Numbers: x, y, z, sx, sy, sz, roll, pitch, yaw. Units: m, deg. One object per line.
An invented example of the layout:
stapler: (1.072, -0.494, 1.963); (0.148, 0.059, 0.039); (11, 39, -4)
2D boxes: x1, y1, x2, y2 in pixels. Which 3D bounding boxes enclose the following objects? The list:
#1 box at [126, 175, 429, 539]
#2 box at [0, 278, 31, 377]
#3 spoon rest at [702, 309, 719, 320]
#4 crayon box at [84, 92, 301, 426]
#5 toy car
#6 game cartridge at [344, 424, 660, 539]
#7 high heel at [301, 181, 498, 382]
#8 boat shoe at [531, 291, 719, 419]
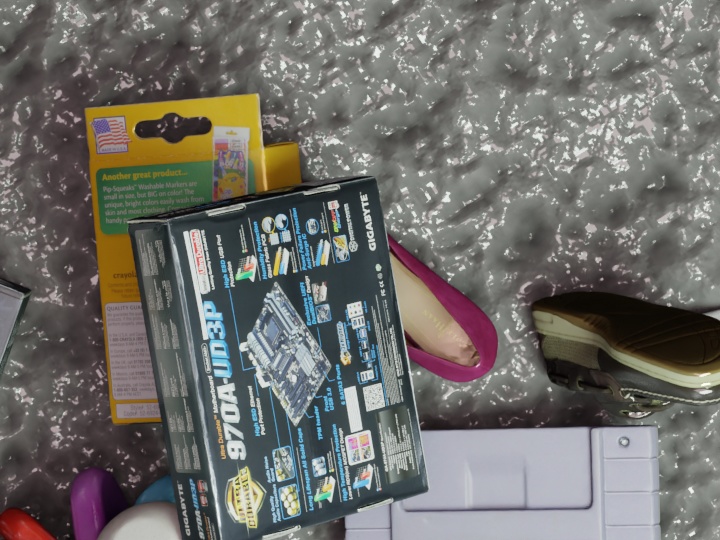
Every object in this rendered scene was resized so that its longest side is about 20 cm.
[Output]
box: (-0.046, 0.053, 1.656); (0.159, 0.046, 0.200); (-14, 96, -37)
box: (-0.316, 0.079, 1.762); (0.160, 0.044, 0.200); (21, 93, -1)
spoon rest: (0.285, 0.034, 1.765); (0.200, 0.061, 0.099); (-6, 95, -13)
crayon box: (-0.098, -0.007, 1.732); (0.126, 0.052, 0.200); (-3, 95, 25)
toy car: (-0.160, 0.196, 1.730); (0.200, 0.175, 0.150); (-24, 57, 1)
game cartridge: (0.088, 0.163, 1.748); (0.200, 0.038, 0.130); (-2, 84, 14)
high heel: (0.000, 0.000, 1.733); (0.200, 0.096, 0.067); (29, 93, -2)
boat shoe: (0.172, 0.058, 1.698); (0.073, 0.200, 0.065); (-13, 106, -20)
